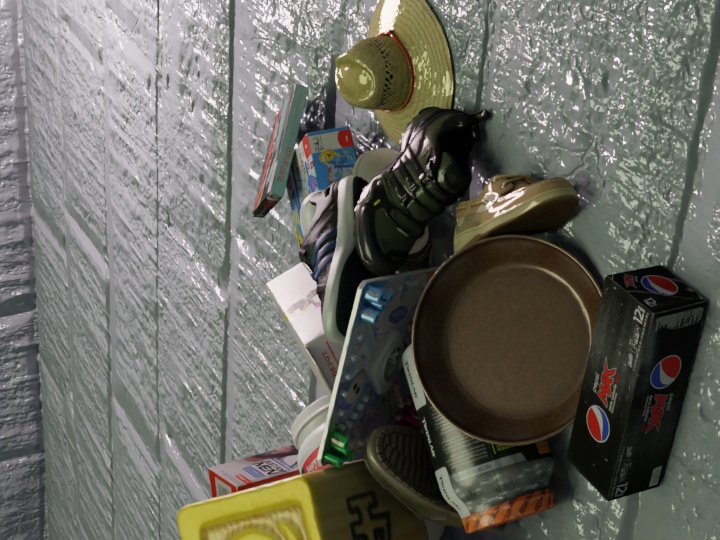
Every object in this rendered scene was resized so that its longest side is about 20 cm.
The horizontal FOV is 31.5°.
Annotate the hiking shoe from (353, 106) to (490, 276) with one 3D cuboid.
[{"bbox_3d":[0.062,-0.087,1.323,0.100,0.076,0.201,1,63,59],"label":"hiking shoe"}]

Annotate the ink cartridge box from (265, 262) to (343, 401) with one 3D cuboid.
[{"bbox_3d":[-0.031,0.084,1.436,0.116,0.068,0.200,64,174,-32],"label":"ink cartridge box"}]

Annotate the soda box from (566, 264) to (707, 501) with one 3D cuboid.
[{"bbox_3d":[0.241,0.100,1.126,0.071,0.063,0.201,47,138,49],"label":"soda box"}]

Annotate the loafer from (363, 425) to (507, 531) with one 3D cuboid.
[{"bbox_3d":[0.073,0.233,1.367,0.068,0.200,0.076,-29,36,42],"label":"loafer"}]

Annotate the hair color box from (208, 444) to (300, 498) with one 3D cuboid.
[{"bbox_3d":[-0.089,0.276,1.696,0.111,0.199,0.064,9,108,63],"label":"hair color box"}]

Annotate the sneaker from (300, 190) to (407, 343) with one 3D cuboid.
[{"bbox_3d":[0.001,0.000,1.428,0.201,0.072,0.114,59,177,-7],"label":"sneaker"}]

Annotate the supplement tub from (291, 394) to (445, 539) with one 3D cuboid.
[{"bbox_3d":[0.006,0.259,1.568,0.201,0.139,0.141,62,149,31],"label":"supplement tub"}]

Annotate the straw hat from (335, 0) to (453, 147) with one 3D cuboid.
[{"bbox_3d":[0.018,-0.222,1.439,0.201,0.085,0.203,33,128,56],"label":"straw hat"}]

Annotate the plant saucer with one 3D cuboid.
[{"bbox_3d":[0.148,0.067,1.232,0.199,0.037,0.202,-3,82,22],"label":"plant saucer"}]

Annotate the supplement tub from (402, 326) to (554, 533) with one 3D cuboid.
[{"bbox_3d":[0.125,0.160,1.315,0.123,0.122,0.201,-42,60,60],"label":"supplement tub"}]

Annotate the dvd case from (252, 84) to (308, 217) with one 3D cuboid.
[{"bbox_3d":[-0.107,-0.152,1.676,0.200,0.022,0.147,149,134,-78],"label":"dvd case"}]

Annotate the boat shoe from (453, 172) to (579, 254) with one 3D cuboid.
[{"bbox_3d":[0.143,-0.065,1.256,0.200,0.071,0.065,153,113,-62],"label":"boat shoe"}]

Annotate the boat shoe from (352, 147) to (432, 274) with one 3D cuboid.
[{"bbox_3d":[0.040,-0.067,1.457,0.201,0.073,0.061,-113,7,-49],"label":"boat shoe"}]

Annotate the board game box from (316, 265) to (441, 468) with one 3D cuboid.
[{"bbox_3d":[0.035,0.101,1.367,0.026,0.200,0.201,20,104,26],"label":"board game box"}]

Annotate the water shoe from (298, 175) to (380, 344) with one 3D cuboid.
[{"bbox_3d":[-0.024,-0.005,1.361,0.079,0.071,0.201,-18,50,35],"label":"water shoe"}]

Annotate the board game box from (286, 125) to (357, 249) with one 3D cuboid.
[{"bbox_3d":[-0.037,-0.058,1.594,0.200,0.055,0.197,142,116,-75],"label":"board game box"}]

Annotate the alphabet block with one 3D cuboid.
[{"bbox_3d":[-0.051,0.319,1.383,0.194,0.199,0.198,-22,79,33],"label":"alphabet block"}]
